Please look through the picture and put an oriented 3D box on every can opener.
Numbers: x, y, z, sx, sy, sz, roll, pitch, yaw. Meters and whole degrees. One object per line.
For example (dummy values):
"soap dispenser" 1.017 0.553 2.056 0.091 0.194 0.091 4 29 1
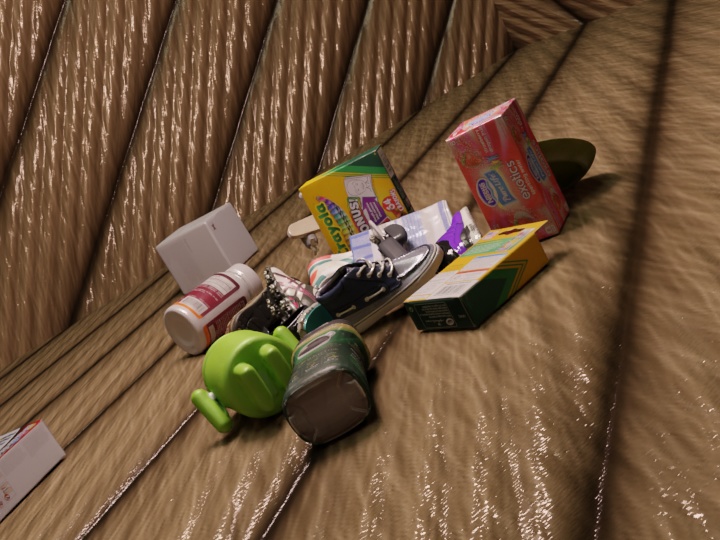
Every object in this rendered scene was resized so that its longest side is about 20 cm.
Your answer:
"can opener" 0.063 -0.036 1.507 0.066 0.053 0.200 -29 32 -2

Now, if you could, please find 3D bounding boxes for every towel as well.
"towel" 0.077 -0.054 1.594 0.199 0.024 0.147 -20 36 7

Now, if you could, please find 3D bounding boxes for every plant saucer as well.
"plant saucer" 0.293 -0.159 1.477 0.198 0.031 0.200 -9 -18 -3

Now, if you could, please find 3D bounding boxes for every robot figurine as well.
"robot figurine" -0.158 0.146 1.279 0.175 0.116 0.200 -39 15 -21

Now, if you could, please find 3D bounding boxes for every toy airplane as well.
"toy airplane" -0.052 -0.107 1.964 0.198 0.142 0.200 5 31 2

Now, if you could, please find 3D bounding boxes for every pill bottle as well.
"pill bottle" -0.301 0.075 1.863 0.114 0.115 0.200 -15 19 47

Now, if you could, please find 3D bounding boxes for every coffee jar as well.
"coffee jar" -0.039 0.134 1.134 0.104 0.086 0.200 -30 13 8

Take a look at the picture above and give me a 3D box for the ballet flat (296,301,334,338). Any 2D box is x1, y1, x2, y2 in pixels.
"ballet flat" -0.051 0.077 1.439 0.071 0.072 0.200 -20 8 35

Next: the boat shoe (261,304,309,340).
"boat shoe" -0.152 0.125 1.471 0.199 0.063 0.075 -33 15 -8

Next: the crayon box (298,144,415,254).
"crayon box" 0.006 -0.111 1.716 0.172 0.201 0.058 -25 13 18

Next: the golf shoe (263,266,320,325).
"golf shoe" -0.117 0.052 1.604 0.087 0.078 0.200 -12 31 -20

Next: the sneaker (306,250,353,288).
"sneaker" -0.001 0.000 1.652 0.198 0.071 0.094 -20 40 4

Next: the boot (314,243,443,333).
"boot" 0.028 0.010 1.364 0.200 0.090 0.073 -41 26 9

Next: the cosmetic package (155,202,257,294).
"cosmetic package" -0.442 -0.063 2.579 0.199 0.167 0.167 -23 14 28

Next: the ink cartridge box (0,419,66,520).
"ink cartridge box" -0.648 0.369 1.558 0.175 0.084 0.200 -24 15 25

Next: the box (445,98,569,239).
"box" 0.226 -0.144 1.366 0.102 0.201 0.095 -20 15 31

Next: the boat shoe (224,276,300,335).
"boat shoe" -0.185 0.077 1.698 0.200 0.076 0.074 -34 4 -43

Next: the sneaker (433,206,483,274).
"sneaker" 0.148 -0.041 1.437 0.099 0.070 0.200 -30 12 8

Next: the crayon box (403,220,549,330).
"crayon box" 0.171 0.008 1.244 0.200 0.052 0.125 -38 15 -30
